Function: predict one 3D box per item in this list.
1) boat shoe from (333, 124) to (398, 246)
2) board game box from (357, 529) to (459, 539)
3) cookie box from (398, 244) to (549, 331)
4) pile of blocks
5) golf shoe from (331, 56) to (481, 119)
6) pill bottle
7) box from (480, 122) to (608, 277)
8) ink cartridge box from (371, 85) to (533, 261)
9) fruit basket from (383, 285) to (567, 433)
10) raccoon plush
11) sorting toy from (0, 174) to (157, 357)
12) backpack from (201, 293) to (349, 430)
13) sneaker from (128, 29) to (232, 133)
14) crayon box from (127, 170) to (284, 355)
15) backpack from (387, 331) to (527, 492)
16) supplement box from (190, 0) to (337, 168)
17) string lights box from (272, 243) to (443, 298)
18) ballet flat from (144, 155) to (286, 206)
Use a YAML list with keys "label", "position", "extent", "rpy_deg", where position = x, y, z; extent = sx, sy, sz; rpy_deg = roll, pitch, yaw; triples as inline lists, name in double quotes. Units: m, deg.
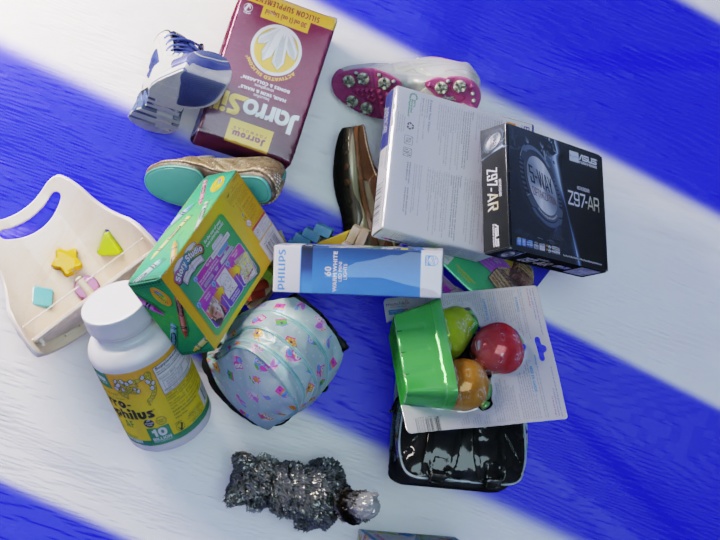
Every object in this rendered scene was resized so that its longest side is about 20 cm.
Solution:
- label: "boat shoe"
  position: [0.012, -0.092, 1.753]
  extent: [0.074, 0.076, 0.201]
  rpy_deg: [-9, 97, -18]
- label: "board game box"
  position: [0.078, 0.359, 1.667]
  extent: [0.134, 0.200, 0.034]
  rpy_deg: [7, 86, -9]
- label: "cookie box"
  position: [0.172, -0.045, 1.750]
  extent: [0.171, 0.075, 0.200]
  rpy_deg: [44, 64, -5]
- label: "pile of blocks"
  position: [-0.084, -0.015, 1.696]
  extent: [0.200, 0.062, 0.082]
  rpy_deg: [-26, 93, 10]
- label: "golf shoe"
  position: [0.063, -0.248, 1.775]
  extent: [0.199, 0.092, 0.075]
  rpy_deg: [7, 126, 7]
- label: "pill bottle"
  position: [-0.263, 0.114, 1.620]
  extent: [0.113, 0.113, 0.200]
  rpy_deg: [-26, 126, -11]
- label: "box"
  position: [0.233, -0.085, 1.683]
  extent: [0.200, 0.043, 0.161]
  rpy_deg: [13, 72, -42]
- label: "ink cartridge box"
  position: [0.119, -0.116, 1.688]
  extent: [0.200, 0.043, 0.197]
  rpy_deg: [14, 69, -19]
- label: "fruit basket"
  position: [0.137, 0.109, 1.627]
  extent: [0.199, 0.094, 0.186]
  rpy_deg: [-2, 61, -14]
- label: "raccoon plush"
  position: [-0.079, 0.263, 1.654]
  extent: [0.134, 0.200, 0.097]
  rpy_deg: [18, 65, -29]
- label: "sorting toy"
  position: [-0.371, -0.019, 1.665]
  extent: [0.200, 0.107, 0.180]
  rpy_deg: [-38, 86, -10]
- label: "backpack"
  position: [-0.104, 0.115, 1.641]
  extent: [0.167, 0.200, 0.127]
  rpy_deg: [41, 58, -9]
- label: "sneaker"
  position: [-0.228, -0.255, 1.663]
  extent: [0.080, 0.199, 0.115]
  rpy_deg: [18, 70, -27]
- label: "crayon box"
  position: [-0.181, -0.011, 1.600]
  extent: [0.119, 0.058, 0.200]
  rpy_deg: [57, 44, -29]
- label: "backpack"
  position: [0.124, 0.180, 1.710]
  extent: [0.177, 0.151, 0.201]
  rpy_deg: [6, 78, -9]
- label: "supplement box"
  position: [-0.126, -0.244, 1.716]
  extent: [0.131, 0.103, 0.200]
  rpy_deg: [18, 84, -10]
- label: "string lights box"
  position: [0.000, 0.000, 1.605]
  extent: [0.199, 0.103, 0.059]
  rpy_deg: [2, 93, 3]
- label: "ballet flat"
  position: [-0.180, -0.117, 1.700]
  extent: [0.200, 0.065, 0.071]
  rpy_deg: [7, 123, 25]
